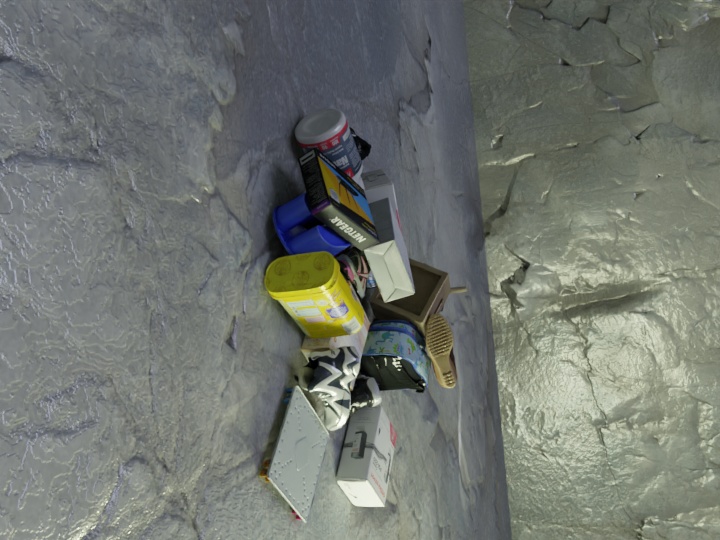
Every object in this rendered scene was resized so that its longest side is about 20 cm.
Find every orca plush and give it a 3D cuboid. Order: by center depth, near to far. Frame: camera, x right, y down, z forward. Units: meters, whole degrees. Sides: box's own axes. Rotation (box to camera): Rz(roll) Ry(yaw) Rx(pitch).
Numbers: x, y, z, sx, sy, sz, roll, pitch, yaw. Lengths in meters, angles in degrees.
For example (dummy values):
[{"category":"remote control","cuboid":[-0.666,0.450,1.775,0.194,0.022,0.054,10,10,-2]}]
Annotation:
[{"category":"orca plush","cuboid":[-0.007,-0.336,1.739,0.200,0.071,0.106,38,51,-62]}]

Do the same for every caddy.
[{"category":"caddy","cuboid":[-0.107,-0.083,1.393,0.142,0.105,0.200,63,20,7]}]

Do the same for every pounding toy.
[{"category":"pounding toy","cuboid":[0.158,0.064,1.766,0.201,0.183,0.142,-59,156,-21]}]

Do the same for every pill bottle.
[{"category":"pill bottle","cuboid":[-0.061,-0.253,1.517,0.120,0.119,0.201,-74,150,-42]}]

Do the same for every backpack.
[{"category":"backpack","cuboid":[0.073,0.209,1.686,0.200,0.182,0.148,55,37,-50]}]

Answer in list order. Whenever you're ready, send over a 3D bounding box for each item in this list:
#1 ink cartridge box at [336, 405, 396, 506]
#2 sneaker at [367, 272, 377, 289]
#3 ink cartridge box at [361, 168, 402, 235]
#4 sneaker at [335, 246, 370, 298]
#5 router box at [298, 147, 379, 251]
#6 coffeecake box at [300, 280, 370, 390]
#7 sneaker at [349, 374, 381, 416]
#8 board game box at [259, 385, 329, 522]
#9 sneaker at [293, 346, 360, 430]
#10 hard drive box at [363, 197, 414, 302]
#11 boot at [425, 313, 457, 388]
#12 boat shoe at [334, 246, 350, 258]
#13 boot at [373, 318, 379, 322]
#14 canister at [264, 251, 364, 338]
[{"category":"ink cartridge box","cuboid":[0.018,0.453,1.629,0.146,0.084,0.201,64,31,-42]},{"category":"sneaker","cuboid":[0.042,-0.009,1.806,0.200,0.074,0.087,-29,106,-67]},{"category":"ink cartridge box","cuboid":[0.047,-0.170,1.740,0.200,0.082,0.148,-106,-177,-71]},{"category":"sneaker","cuboid":[0.000,0.000,1.596,0.086,0.080,0.200,-42,163,-9]},{"category":"router box","cuboid":[-0.043,-0.145,1.395,0.200,0.051,0.150,33,35,-53]},{"category":"coffeecake box","cuboid":[-0.052,0.149,1.521,0.201,0.073,0.154,-73,148,-43]},{"category":"sneaker","cuboid":[-0.026,0.297,1.565,0.200,0.113,0.076,140,-68,-74]},{"category":"board game box","cuboid":[-0.128,0.370,1.346,0.201,0.026,0.201,66,28,-42]},{"category":"sneaker","cuboid":[-0.084,0.249,1.396,0.080,0.129,0.200,-119,-141,-53]},{"category":"hard drive box","cuboid":[0.062,-0.051,1.561,0.200,0.076,0.157,-93,163,-57]},{"category":"boot","cuboid":[0.205,0.202,1.736,0.166,0.072,0.202,-88,166,-86]},{"category":"boat shoe","cuboid":[-0.037,-0.110,1.620,0.063,0.071,0.201,73,25,-51]},{"category":"boot","cuboid":[0.138,0.182,1.881,0.198,0.161,0.074,52,41,-55]},{"category":"canister","cuboid":[-0.087,0.056,1.353,0.200,0.147,0.087,60,28,-51]}]
